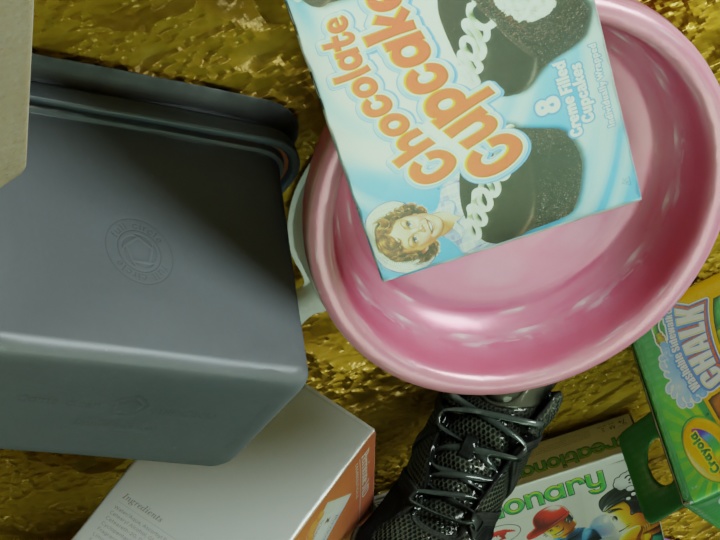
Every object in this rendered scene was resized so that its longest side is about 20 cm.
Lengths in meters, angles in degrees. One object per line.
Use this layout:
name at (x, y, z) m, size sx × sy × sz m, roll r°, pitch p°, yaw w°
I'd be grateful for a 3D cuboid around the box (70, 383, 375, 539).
box at (-0.086, 0.160, 1.045) m, size 0.200 × 0.097 × 0.125 m, roll -52°, pitch 162°, yaw -24°

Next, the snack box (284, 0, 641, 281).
snack box at (0.034, -0.097, 0.775) m, size 0.115 × 0.037 × 0.201 m, roll -17°, pitch 126°, yaw 4°

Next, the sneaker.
sneaker at (0.052, 0.109, 1.073) m, size 0.076 × 0.200 × 0.115 m, roll 23°, pitch 124°, yaw 11°

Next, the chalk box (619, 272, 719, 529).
chalk box at (0.236, 0.075, 1.128) m, size 0.199 × 0.126 × 0.124 m, roll -29°, pitch 147°, yaw 20°

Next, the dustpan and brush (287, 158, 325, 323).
dustpan and brush at (0.000, 0.000, 0.976) m, size 0.139 × 0.057 × 0.200 m, roll 30°, pitch 118°, yaw -32°

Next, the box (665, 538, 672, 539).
box at (0.154, 0.234, 1.431) m, size 0.137 × 0.039 × 0.199 m, roll -36°, pitch 143°, yaw 30°

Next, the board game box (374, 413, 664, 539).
board game box at (0.095, 0.174, 1.274) m, size 0.198 × 0.035 × 0.127 m, roll -19°, pitch 130°, yaw 2°

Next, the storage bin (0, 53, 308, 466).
storage bin at (-0.122, 0.009, 0.855) m, size 0.199 × 0.135 × 0.146 m, roll 9°, pitch 142°, yaw -34°

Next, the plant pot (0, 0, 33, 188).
plant pot at (-0.204, -0.097, 0.608) m, size 0.176 × 0.201 × 0.201 m, roll -15°, pitch 151°, yaw -21°

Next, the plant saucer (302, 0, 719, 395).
plant saucer at (0.067, -0.039, 0.885) m, size 0.198 × 0.051 × 0.202 m, roll -8°, pitch 122°, yaw -13°
